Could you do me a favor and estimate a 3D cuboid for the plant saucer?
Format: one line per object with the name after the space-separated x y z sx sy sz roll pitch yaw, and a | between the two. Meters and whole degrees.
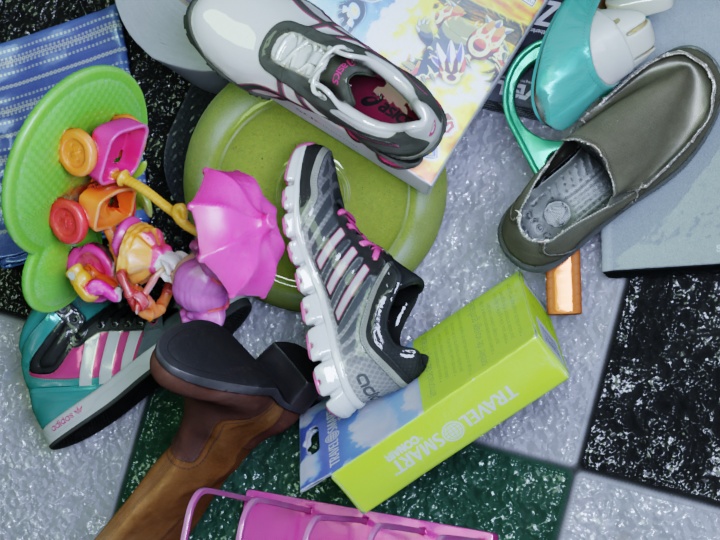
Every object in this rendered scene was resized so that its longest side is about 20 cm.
-0.035 -0.060 1.352 0.199 0.031 0.201 1 105 3 | plant saucer

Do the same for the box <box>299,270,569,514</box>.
0.049 0.091 1.295 0.200 0.122 0.048 -35 110 12 | box

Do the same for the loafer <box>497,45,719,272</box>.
0.178 -0.076 1.259 0.075 0.070 0.200 43 91 6 | loafer

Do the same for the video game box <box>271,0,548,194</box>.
0.013 -0.184 1.306 0.200 0.047 0.182 31 85 2 | video game box

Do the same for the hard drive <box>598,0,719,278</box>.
0.243 -0.097 1.306 0.139 0.033 0.201 -4 78 20 | hard drive

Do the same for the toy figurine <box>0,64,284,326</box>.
-0.142 -0.021 1.294 0.184 0.150 0.200 28 119 25 | toy figurine

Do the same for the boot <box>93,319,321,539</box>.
-0.137 0.128 1.304 0.200 0.188 0.069 -48 70 15 | boot

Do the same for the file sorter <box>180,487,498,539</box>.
-0.025 0.236 1.287 0.199 0.125 0.139 7 82 22 | file sorter

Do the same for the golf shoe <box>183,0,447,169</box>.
-0.029 -0.143 1.234 0.200 0.088 0.077 28 86 2 | golf shoe

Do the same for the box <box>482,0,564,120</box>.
0.078 -0.210 1.386 0.200 0.049 0.162 15 87 24 | box

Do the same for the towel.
-0.252 -0.111 1.505 0.144 0.024 0.201 -15 73 17 | towel

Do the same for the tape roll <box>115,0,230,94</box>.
-0.091 -0.238 1.402 0.200 0.066 0.201 -6 75 23 | tape roll

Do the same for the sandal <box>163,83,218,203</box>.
-0.102 -0.136 1.446 0.075 0.048 0.201 3 67 23 | sandal

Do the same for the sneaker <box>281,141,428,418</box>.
0.000 0.000 1.289 0.087 0.074 0.200 -14 75 10 | sneaker

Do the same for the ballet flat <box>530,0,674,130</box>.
0.179 -0.180 1.268 0.070 0.067 0.200 -3 45 35 | ballet flat

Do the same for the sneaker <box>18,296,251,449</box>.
-0.190 0.039 1.421 0.200 0.084 0.121 -34 78 12 | sneaker

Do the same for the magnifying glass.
0.144 -0.068 1.308 0.079 0.022 0.201 -2 85 7 | magnifying glass
